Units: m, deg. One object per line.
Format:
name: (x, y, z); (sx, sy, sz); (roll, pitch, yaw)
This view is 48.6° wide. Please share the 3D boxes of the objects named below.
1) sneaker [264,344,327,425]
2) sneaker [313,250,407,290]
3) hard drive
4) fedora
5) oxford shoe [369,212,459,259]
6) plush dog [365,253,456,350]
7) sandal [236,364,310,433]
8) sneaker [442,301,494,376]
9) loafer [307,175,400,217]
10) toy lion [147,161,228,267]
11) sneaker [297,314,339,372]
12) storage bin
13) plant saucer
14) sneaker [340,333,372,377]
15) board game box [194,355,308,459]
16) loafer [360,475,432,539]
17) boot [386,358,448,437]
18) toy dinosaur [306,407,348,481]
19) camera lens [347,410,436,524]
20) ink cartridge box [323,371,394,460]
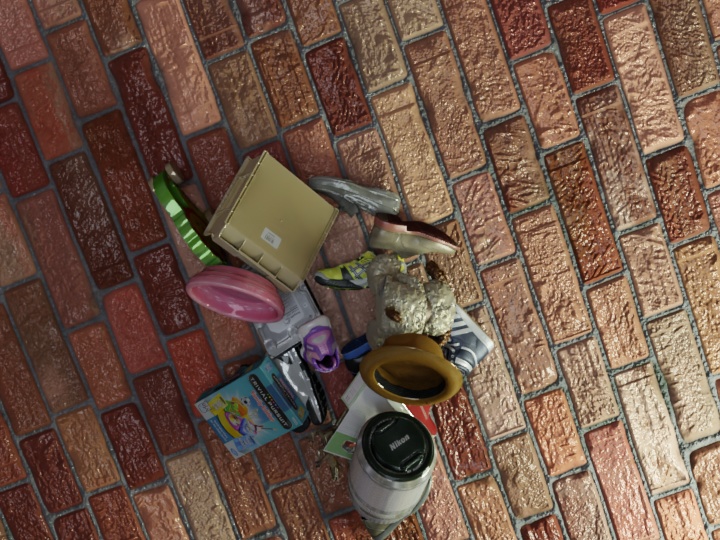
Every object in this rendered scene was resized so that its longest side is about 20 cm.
sneaker: (-0.134, 0.236, 1.686); (0.079, 0.074, 0.204); (-26, 88, 9)
sneaker: (0.000, 0.000, 1.651); (0.194, 0.075, 0.079); (-2, 87, -6)
hard drive: (-0.169, 0.061, 1.647); (0.138, 0.038, 0.203); (-30, 79, 7)
fedora: (0.097, 0.176, 1.501); (0.195, 0.083, 0.203); (5, 139, 4)
oxford shoe: (0.107, -0.058, 1.626); (0.195, 0.071, 0.076); (15, 111, -18)
plush dog: (0.110, 0.070, 1.560); (0.167, 0.160, 0.206); (-3, 96, -21)
sandal: (-0.187, 0.269, 1.702); (0.199, 0.045, 0.075); (42, 119, -14)
sneaker: (0.177, 0.127, 1.643); (0.200, 0.070, 0.109); (43, 79, -7)
loafer: (-0.016, -0.144, 1.627); (0.195, 0.070, 0.072); (15, 90, -1)
toy lion: (-0.334, -0.095, 1.569); (0.068, 0.193, 0.201); (-35, 118, 5)
sneaker: (-0.075, 0.170, 1.608); (0.079, 0.201, 0.090); (-26, 66, -8)
storage bin: (-0.172, -0.090, 1.554); (0.199, 0.093, 0.202); (37, 66, -25)
plant saucer: (-0.238, 0.044, 1.547); (0.195, 0.201, 0.052); (14, 69, 0)
sneaker: (0.059, 0.159, 1.671); (0.196, 0.070, 0.079); (-25, 109, 6)
board game box: (-0.228, 0.288, 1.662); (0.198, 0.047, 0.152); (-30, 102, 27)
loafer: (0.075, 0.489, 1.700); (0.069, 0.075, 0.201); (38, 98, -19)
boot: (0.142, 0.255, 1.628); (0.143, 0.073, 0.201); (-35, 128, 2)
toy dinosaur: (-0.058, 0.349, 1.687); (0.058, 0.100, 0.205); (27, 108, 38)
camera lens: (0.058, 0.389, 1.578); (0.156, 0.162, 0.202); (14, 138, 0)
ink cartridge box: (0.015, 0.296, 1.657); (0.144, 0.048, 0.202); (28, 101, -41)
